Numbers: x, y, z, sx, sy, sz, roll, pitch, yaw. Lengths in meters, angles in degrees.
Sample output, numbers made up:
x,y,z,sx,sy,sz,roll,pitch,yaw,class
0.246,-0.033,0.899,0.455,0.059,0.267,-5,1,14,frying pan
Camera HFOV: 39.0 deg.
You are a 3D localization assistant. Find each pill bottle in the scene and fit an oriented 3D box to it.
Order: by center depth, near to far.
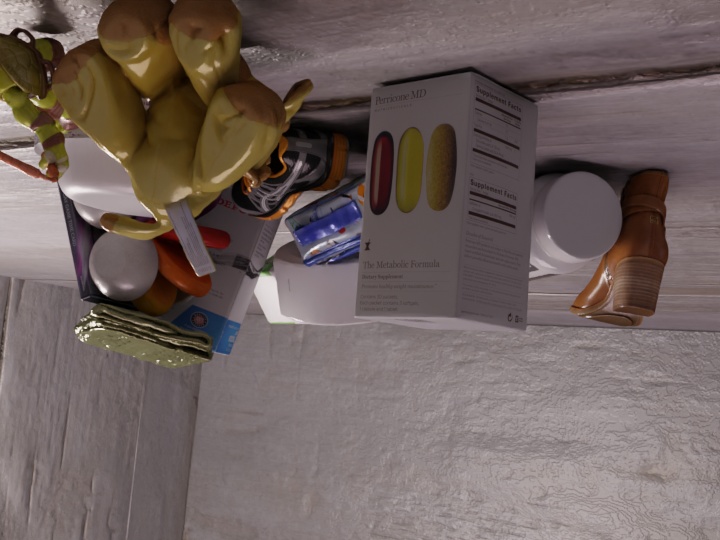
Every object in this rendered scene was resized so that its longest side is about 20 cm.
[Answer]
x,y,z,sx,sy,sz,roll,pitch,yaw,class
0.212,-0.049,1.173,0.112,0.115,0.200,7,173,-15,pill bottle

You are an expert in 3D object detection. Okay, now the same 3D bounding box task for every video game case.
x,y,z,sx,sy,sz,roll,pitch,yaw,class
-0.306,-0.051,1.218,0.019,0.202,0.143,-20,164,16,video game case

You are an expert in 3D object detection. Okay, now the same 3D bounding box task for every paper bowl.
x,y,z,sx,sy,sz,roll,pitch,yaw,class
-0.223,-0.115,1.012,0.198,0.106,0.201,7,173,1,paper bowl

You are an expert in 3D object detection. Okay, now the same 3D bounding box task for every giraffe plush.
x,y,z,sx,sy,sz,roll,pitch,yaw,class
-0.114,-0.118,0.788,0.170,0.203,0.162,-1,-160,20,giraffe plush

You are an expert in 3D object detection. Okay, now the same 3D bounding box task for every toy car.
x,y,z,sx,sy,sz,roll,pitch,yaw,class
-0.226,-0.055,1.177,0.148,0.203,0.175,-18,172,17,toy car

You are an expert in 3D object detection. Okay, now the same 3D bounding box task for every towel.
x,y,z,sx,sy,sz,roll,pitch,yaw,class
-0.256,0.077,1.197,0.147,0.037,0.200,20,164,-18,towel

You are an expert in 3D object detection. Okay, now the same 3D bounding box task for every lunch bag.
x,y,z,sx,sy,sz,roll,pitch,yaw,class
0.017,-0.067,1.050,0.160,0.076,0.199,-30,-176,-38,lunch bag

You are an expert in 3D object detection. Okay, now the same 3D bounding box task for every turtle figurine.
x,y,z,sx,sy,sz,roll,pitch,yaw,class
-0.265,-0.154,0.762,0.200,0.064,0.161,47,-170,-1,turtle figurine

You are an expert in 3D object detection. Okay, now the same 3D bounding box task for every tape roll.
x,y,z,sx,sy,sz,roll,pitch,yaw,class
0.000,0.000,1.184,0.200,0.072,0.203,-7,-165,2,tape roll

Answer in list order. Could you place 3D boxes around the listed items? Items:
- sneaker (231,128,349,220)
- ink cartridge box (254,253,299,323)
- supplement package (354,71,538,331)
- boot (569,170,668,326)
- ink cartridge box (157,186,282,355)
x,y,z,sx,sy,sz,roll,pitch,yaw,class
-0.093,-0.110,1.092,0.076,0.079,0.199,10,161,-33,sneaker
-0.034,-0.013,1.380,0.199,0.085,0.145,-34,-165,-30,ink cartridge box
0.075,-0.053,0.879,0.113,0.203,0.109,-2,171,41,supplement package
0.297,-0.022,1.162,0.076,0.157,0.200,10,170,2,boot
-0.205,-0.011,1.309,0.144,0.202,0.084,20,176,10,ink cartridge box
